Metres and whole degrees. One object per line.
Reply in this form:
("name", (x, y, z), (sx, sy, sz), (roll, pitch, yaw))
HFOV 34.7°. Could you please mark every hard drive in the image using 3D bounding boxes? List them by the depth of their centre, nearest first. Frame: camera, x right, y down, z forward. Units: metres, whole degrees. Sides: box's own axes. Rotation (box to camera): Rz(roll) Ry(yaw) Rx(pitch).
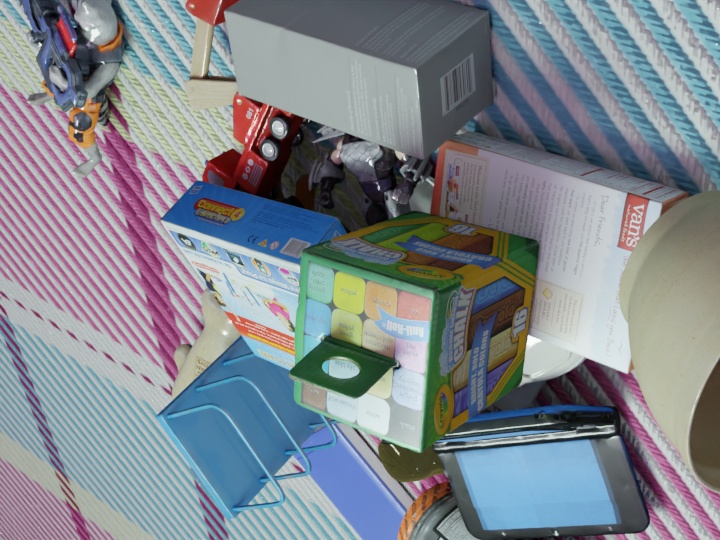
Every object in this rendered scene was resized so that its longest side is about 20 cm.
("hard drive", (0.005, 0.274, 1.413), (0.201, 0.025, 0.132), (50, 145, -2))

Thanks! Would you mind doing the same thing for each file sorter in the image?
("file sorter", (-0.088, 0.142, 1.238), (0.122, 0.200, 0.140), (-20, 109, 50))

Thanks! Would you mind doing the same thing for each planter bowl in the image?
("planter bowl", (0.261, 0.029, 0.783), (0.135, 0.197, 0.203), (51, 157, 46))

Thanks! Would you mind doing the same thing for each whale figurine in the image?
("whale figurine", (-0.157, 0.120, 1.401), (0.157, 0.103, 0.204), (20, 112, 35))

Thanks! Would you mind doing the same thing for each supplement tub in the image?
("supplement tub", (0.135, 0.318, 1.210), (0.199, 0.121, 0.124), (36, 147, 43))

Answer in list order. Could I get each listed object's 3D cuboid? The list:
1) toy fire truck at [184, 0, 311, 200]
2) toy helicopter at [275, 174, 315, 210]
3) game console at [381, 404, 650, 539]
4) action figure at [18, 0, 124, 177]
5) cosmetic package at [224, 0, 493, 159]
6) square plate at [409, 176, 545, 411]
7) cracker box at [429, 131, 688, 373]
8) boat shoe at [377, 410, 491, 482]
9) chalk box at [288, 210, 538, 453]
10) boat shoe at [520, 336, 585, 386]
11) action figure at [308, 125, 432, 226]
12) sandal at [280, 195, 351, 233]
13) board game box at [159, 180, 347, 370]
("toy fire truck", (-0.115, -0.158, 1.062), (0.140, 0.049, 0.202), (38, 126, 12))
("toy helicopter", (-0.090, -0.077, 1.144), (0.131, 0.078, 0.203), (33, 131, 31))
("game console", (0.143, 0.193, 1.064), (0.197, 0.170, 0.121), (-12, 77, 33))
("action figure", (-0.305, -0.230, 1.241), (0.194, 0.103, 0.202), (-54, 54, 48))
("cosmetic package", (-0.003, -0.173, 0.925), (0.198, 0.107, 0.091), (23, 137, 34))
("square plate", (0.105, 0.024, 1.064), (0.199, 0.028, 0.199), (39, 144, 13))
("cracker box", (0.148, -0.020, 0.914), (0.198, 0.057, 0.136), (22, 114, 34))
("boat shoe", (0.105, 0.178, 1.198), (0.199, 0.063, 0.074), (-20, 97, 46))
("chalk box", (0.030, 0.043, 0.856), (0.123, 0.199, 0.126), (16, 112, 31))
("boat shoe", (0.120, 0.082, 1.014), (0.198, 0.070, 0.071), (-19, 110, 48))
("action figure", (0.019, -0.061, 0.999), (0.129, 0.069, 0.203), (6, 121, 51))
("sandal", (0.000, 0.000, 1.090), (0.200, 0.043, 0.076), (46, -170, -10))
("board game box", (-0.062, 0.022, 1.053), (0.198, 0.056, 0.197), (18, 149, 43))
